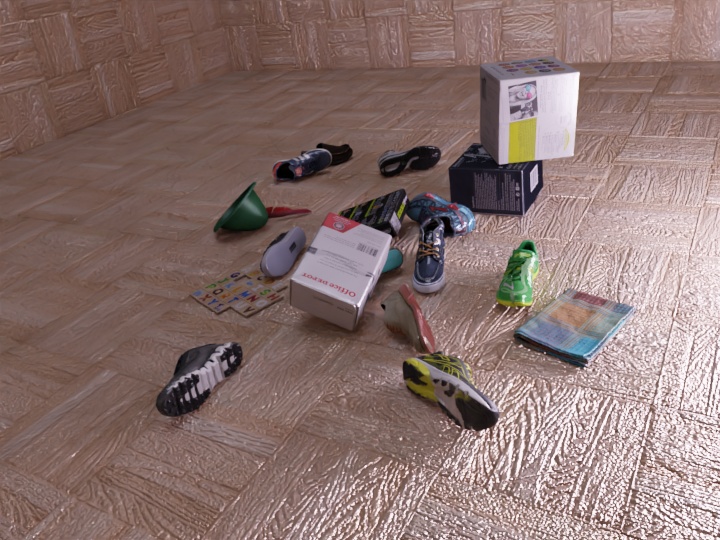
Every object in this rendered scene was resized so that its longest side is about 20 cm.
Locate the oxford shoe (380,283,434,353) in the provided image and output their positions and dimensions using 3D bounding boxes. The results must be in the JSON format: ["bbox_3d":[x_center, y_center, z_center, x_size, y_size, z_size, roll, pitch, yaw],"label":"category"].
[{"bbox_3d":[0.085,0.101,1.218,0.073,0.072,0.201,-29,24,5],"label":"oxford shoe"}]

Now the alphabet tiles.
[{"bbox_3d":[-0.263,0.049,1.466,0.165,0.008,0.198,-28,32,-32],"label":"alphabet tiles"}]

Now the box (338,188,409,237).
[{"bbox_3d":[0.013,-0.114,1.598,0.189,0.048,0.201,-21,22,23],"label":"box"}]

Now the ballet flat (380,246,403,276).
[{"bbox_3d":[0.000,0.000,1.429,0.196,0.070,0.075,-22,10,-23],"label":"ballet flat"}]

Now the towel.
[{"bbox_3d":[0.380,0.093,1.176,0.145,0.022,0.198,19,38,41],"label":"towel"}]

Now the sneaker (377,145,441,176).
[{"bbox_3d":[0.142,-0.353,2.036,0.195,0.077,0.116,-14,29,-5],"label":"sneaker"}]

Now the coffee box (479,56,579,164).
[{"bbox_3d":[0.409,-0.398,1.637,0.192,0.205,0.201,-7,28,-1],"label":"coffee box"}]

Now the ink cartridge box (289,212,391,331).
[{"bbox_3d":[-0.039,0.000,1.313,0.143,0.084,0.202,21,50,8],"label":"ink cartridge box"}]

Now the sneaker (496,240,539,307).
[{"bbox_3d":[0.307,0.004,1.297,0.072,0.086,0.201,3,30,20],"label":"sneaker"}]

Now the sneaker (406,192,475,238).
[{"bbox_3d":[0.175,-0.129,1.598,0.197,0.081,0.095,18,39,41],"label":"sneaker"}]

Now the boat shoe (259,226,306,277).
[{"bbox_3d":[-0.195,-0.042,1.561,0.065,0.071,0.201,-15,25,27],"label":"boat shoe"}]

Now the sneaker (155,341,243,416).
[{"bbox_3d":[-0.295,0.186,1.156,0.088,0.068,0.200,4,26,28],"label":"sneaker"}]

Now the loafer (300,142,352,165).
[{"bbox_3d":[-0.111,-0.383,2.171,0.196,0.073,0.073,-24,30,-26],"label":"loafer"}]

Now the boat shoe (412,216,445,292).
[{"bbox_3d":[0.145,-0.036,1.414,0.069,0.093,0.202,-2,28,12],"label":"boat shoe"}]

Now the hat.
[{"bbox_3d":[-0.269,-0.122,1.783,0.199,0.176,0.167,-40,19,24],"label":"hat"}]

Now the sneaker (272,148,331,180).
[{"bbox_3d":[-0.183,-0.323,2.083,0.195,0.077,0.085,-17,25,6],"label":"sneaker"}]

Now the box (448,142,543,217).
[{"bbox_3d":[0.351,-0.237,1.706,0.192,0.127,0.200,5,30,29],"label":"box"}]

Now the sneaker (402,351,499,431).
[{"bbox_3d":[0.149,0.173,1.032,0.083,0.076,0.198,-23,31,-28],"label":"sneaker"}]
